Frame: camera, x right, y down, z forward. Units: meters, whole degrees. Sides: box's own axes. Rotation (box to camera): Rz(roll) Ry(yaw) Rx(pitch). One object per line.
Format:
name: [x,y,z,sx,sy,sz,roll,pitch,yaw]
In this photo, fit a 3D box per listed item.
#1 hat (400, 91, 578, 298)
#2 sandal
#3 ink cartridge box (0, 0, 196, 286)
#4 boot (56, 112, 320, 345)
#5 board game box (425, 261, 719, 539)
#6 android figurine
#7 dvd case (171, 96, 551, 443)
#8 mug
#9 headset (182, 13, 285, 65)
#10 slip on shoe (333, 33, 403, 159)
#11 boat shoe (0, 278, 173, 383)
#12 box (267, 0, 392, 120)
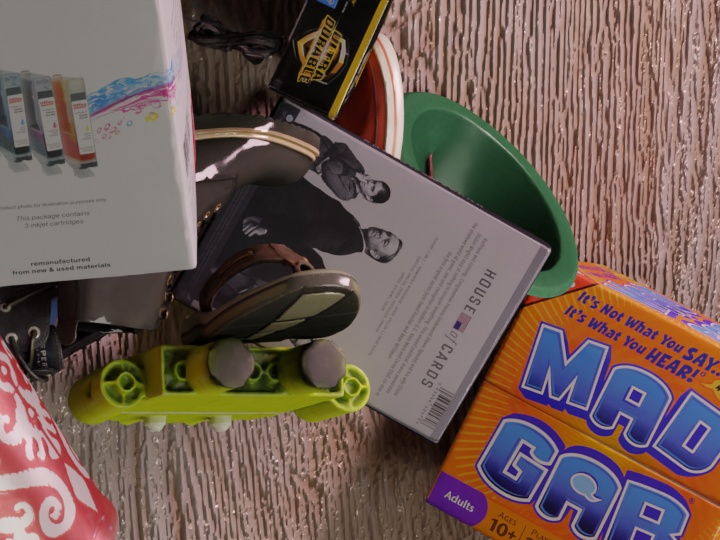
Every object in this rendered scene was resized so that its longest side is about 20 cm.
hat: [0.038,0.002,1.842,0.200,0.166,0.176,39,121,-17]
sandal: [-0.064,0.014,1.612,0.080,0.201,0.057,1,84,-23]
ink cartridge box: [-0.166,-0.114,1.416,0.144,0.145,0.200,-4,125,0]
boot: [-0.110,-0.024,1.608,0.200,0.077,0.139,0,84,-37]
board game box: [0.200,0.125,1.971,0.200,0.200,0.200,-64,164,7]
android figurine: [-0.091,0.074,1.663,0.182,0.200,0.041,2,78,-28]
dvd case: [0.000,0.000,1.716,0.151,0.200,0.025,-60,-173,9]
mug: [-0.257,0.100,1.492,0.177,0.133,0.200,-27,114,-3]
headset: [-0.050,-0.221,1.570,0.123,0.094,0.200,33,77,-54]
slip on shoe: [-0.018,-0.059,1.747,0.061,0.074,0.200,12,102,-22]
boat shoe: [-0.195,0.037,1.599,0.200,0.066,0.070,-30,135,-34]
box: [0.003,-0.179,1.610,0.160,0.049,0.200,-64,-178,8]
